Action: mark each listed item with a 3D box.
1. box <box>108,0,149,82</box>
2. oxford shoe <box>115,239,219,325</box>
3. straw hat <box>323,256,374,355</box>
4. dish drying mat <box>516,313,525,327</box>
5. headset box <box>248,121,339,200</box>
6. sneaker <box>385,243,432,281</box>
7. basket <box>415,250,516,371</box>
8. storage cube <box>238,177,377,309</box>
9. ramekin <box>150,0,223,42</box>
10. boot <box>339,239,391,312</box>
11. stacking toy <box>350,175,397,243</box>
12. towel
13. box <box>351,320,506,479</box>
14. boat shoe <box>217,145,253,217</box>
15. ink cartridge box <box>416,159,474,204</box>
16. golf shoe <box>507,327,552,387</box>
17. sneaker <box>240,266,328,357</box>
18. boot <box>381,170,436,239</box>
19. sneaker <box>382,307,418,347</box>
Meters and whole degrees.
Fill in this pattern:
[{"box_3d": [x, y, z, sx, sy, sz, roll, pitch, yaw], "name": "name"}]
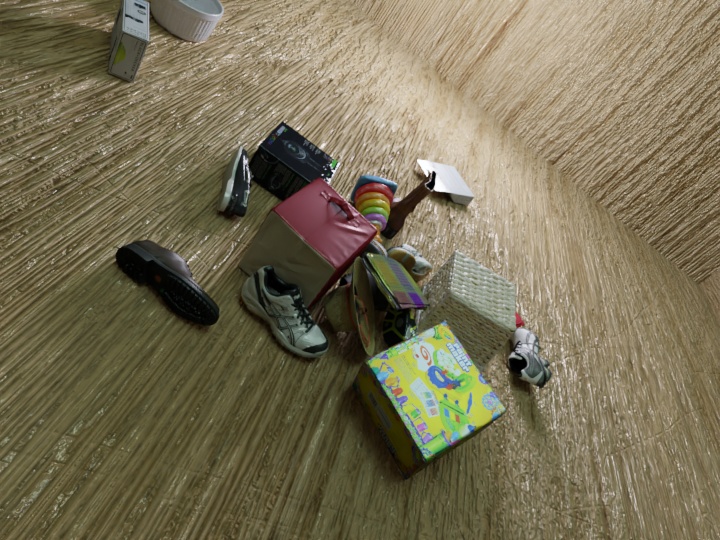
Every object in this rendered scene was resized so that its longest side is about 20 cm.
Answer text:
[{"box_3d": [-0.550, -0.556, 1.308, 0.060, 0.117, 0.201, 14, 43, -34], "name": "box"}, {"box_3d": [-0.310, 0.012, 0.939, 0.200, 0.073, 0.084, 42, 31, 0], "name": "oxford shoe"}, {"box_3d": [-0.030, 0.077, 1.125, 0.201, 0.084, 0.204, -9, 90, -78], "name": "straw hat"}, {"box_3d": [0.370, 0.137, 1.506, 0.198, 0.018, 0.077, -8, 46, -39], "name": "dish drying mat"}, {"box_3d": [-0.160, -0.251, 1.374, 0.199, 0.093, 0.175, 35, 34, -10], "name": "headset box"}, {"box_3d": [0.104, -0.029, 1.400, 0.088, 0.076, 0.199, 54, 16, 29], "name": "sneaker"}, {"box_3d": [0.256, 0.096, 1.323, 0.199, 0.161, 0.199, 31, 36, -7], "name": "basket"}, {"box_3d": [-0.105, -0.047, 1.107, 0.171, 0.200, 0.180, 42, 39, 2], "name": "storage cube"}, {"box_3d": [-0.508, -0.757, 1.591, 0.199, 0.105, 0.201, 27, 36, -22], "name": "ramekin"}, {"box_3d": [0.000, 0.000, 1.271, 0.137, 0.078, 0.201, 7, 45, -34], "name": "boot"}, {"box_3d": [0.036, -0.142, 1.457, 0.115, 0.110, 0.202, 11, 53, -16], "name": "stacking toy"}, {"box_3d": [0.078, 0.027, 1.197, 0.144, 0.023, 0.200, 56, 19, 18], "name": "towel"}, {"box_3d": [0.122, 0.235, 1.017, 0.191, 0.122, 0.201, -21, 64, -26], "name": "box"}, {"box_3d": [-0.269, -0.198, 1.221, 0.060, 0.074, 0.201, 23, 40, -24], "name": "boat shoe"}, {"box_3d": [0.293, -0.313, 1.956, 0.198, 0.047, 0.161, 1, 50, -37], "name": "ink cartridge box"}, {"box_3d": [0.426, 0.216, 1.447, 0.093, 0.078, 0.201, 11, 29, -15], "name": "golf shoe"}, {"box_3d": [-0.130, 0.077, 1.020, 0.200, 0.088, 0.076, 41, 31, -3], "name": "sneaker"}, {"box_3d": [0.135, -0.205, 1.520, 0.068, 0.200, 0.189, 37, 33, -5], "name": "boot"}, {"box_3d": [0.101, 0.158, 1.196, 0.076, 0.075, 0.202, 24, 49, -38], "name": "sneaker"}]
